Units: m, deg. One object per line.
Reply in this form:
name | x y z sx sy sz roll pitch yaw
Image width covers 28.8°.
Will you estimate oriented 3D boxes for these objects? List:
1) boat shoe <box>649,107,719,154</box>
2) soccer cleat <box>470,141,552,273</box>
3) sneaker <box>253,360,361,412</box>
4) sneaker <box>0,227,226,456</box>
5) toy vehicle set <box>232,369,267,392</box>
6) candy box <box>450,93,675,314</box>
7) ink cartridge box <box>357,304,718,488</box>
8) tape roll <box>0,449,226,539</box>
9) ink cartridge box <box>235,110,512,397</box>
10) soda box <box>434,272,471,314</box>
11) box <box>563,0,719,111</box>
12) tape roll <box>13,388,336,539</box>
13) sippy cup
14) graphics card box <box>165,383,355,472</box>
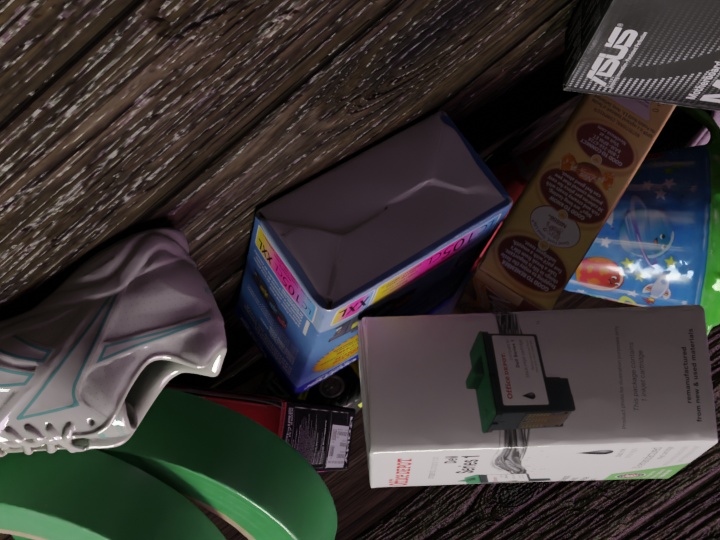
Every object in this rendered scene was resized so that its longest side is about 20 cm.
boat shoe | 0.206 -0.079 1.135 0.200 0.074 0.065 -38 152 -1
soccer cleat | 0.114 -0.035 1.062 0.076 0.067 0.200 -44 169 -11
sneaker | -0.051 0.114 1.105 0.200 0.075 0.077 -36 152 -9
sneaker | -0.157 0.060 0.691 0.200 0.080 0.070 -32 169 -5
toy vehicle set | -0.114 0.144 1.209 0.124 0.027 0.200 -30 166 -18
candy box | 0.137 -0.051 0.899 0.201 0.055 0.116 -56 174 -16
ink cartridge box | 0.098 0.080 0.849 0.198 0.085 0.146 -3 163 1
tape roll | -0.171 0.171 0.807 0.201 0.200 0.048 -49 -162 47
ink cartridge box | 0.000 0.000 0.876 0.136 0.077 0.200 -30 168 -19
soda box | 0.076 0.066 1.115 0.200 0.067 0.064 -55 161 -55
box | 0.224 -0.145 0.739 0.192 0.048 0.200 6 159 -7
tape roll | -0.116 0.148 0.846 0.201 0.200 0.048 -49 -163 48
sippy cup | 0.210 -0.031 1.056 0.129 0.179 0.140 4 148 7
graphics card box | -0.085 0.106 0.954 0.125 0.051 0.200 6 175 13
